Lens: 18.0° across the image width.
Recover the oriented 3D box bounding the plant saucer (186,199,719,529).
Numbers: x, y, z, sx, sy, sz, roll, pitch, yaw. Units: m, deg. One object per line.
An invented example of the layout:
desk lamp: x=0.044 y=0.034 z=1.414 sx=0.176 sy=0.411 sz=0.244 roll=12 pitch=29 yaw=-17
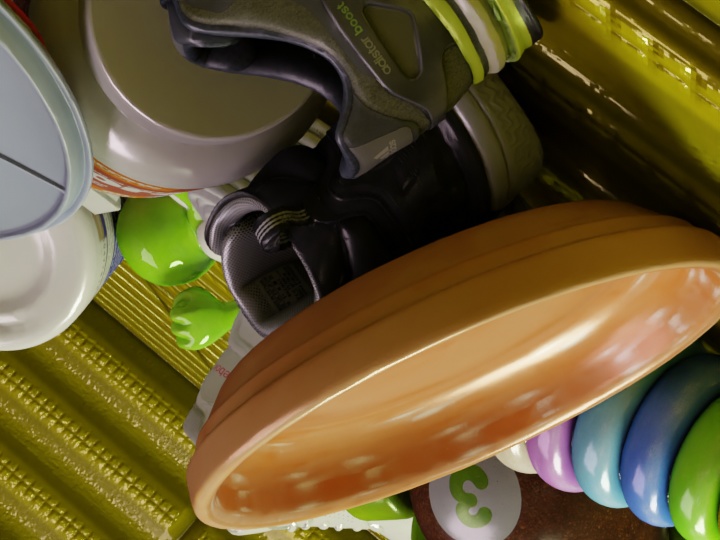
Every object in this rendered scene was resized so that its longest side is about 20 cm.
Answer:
plant saucer: x=0.031 y=0.030 z=0.768 sx=0.200 sy=0.199 sz=0.038 roll=72 pitch=175 yaw=-74

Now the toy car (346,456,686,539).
toy car: x=0.071 y=0.162 z=0.986 sx=0.163 sy=0.201 sz=0.158 roll=-7 pitch=143 yaw=31

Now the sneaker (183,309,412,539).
sneaker: x=-0.027 y=0.099 z=1.146 sx=0.078 sy=0.099 sz=0.200 roll=34 pitch=170 yaw=48

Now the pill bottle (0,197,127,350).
pill bottle: x=-0.184 y=-0.043 z=1.325 sx=0.120 sy=0.120 sz=0.200 roll=41 pitch=-158 yaw=-5

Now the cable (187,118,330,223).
cable: x=0.000 y=0.000 z=1.097 sx=0.200 sy=0.069 sz=0.200 roll=39 pitch=171 yaw=13

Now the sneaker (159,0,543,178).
sneaker: x=-0.042 y=-0.110 z=0.694 sx=0.200 sy=0.081 sz=0.074 roll=39 pitch=171 yaw=12

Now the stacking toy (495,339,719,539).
stacking toy: x=0.145 y=0.074 z=0.856 sx=0.199 sy=0.086 sz=0.085 roll=27 pitch=165 yaw=34

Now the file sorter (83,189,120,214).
file sorter: x=-0.200 y=-0.107 z=0.965 sx=0.200 sy=0.124 sz=0.140 roll=43 pitch=-142 yaw=-67

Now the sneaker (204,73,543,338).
sneaker: x=0.005 y=-0.013 z=0.826 sx=0.076 sy=0.114 sz=0.200 roll=54 pitch=174 yaw=16

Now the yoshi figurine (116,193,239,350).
yoshi figurine: x=-0.059 y=0.005 z=1.271 sx=0.200 sy=0.112 sz=0.112 roll=47 pitch=176 yaw=-18

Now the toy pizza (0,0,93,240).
toy pizza: x=-0.178 y=-0.082 z=0.787 sx=0.199 sy=0.032 sz=0.201 roll=20 pitch=151 yaw=12

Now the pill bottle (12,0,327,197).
pill bottle: x=-0.070 y=-0.084 z=0.834 sx=0.112 sy=0.112 sz=0.200 roll=42 pitch=172 yaw=-10
